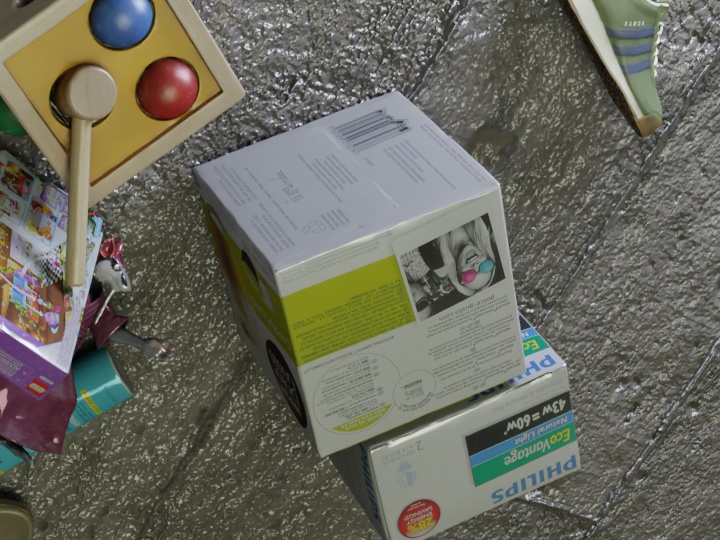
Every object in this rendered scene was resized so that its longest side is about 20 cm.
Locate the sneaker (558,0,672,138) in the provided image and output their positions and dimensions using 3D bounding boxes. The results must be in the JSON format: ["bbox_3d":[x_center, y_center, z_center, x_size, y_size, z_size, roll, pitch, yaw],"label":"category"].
[{"bbox_3d":[0.246,-0.214,1.533,0.090,0.067,0.201,-34,124,2],"label":"sneaker"}]

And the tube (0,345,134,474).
[{"bbox_3d":[-0.294,0.135,1.493,0.199,0.050,0.078,-30,125,1],"label":"tube"}]

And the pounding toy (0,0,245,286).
[{"bbox_3d":[-0.205,-0.134,1.309,0.200,0.142,0.185,-36,127,-6],"label":"pounding toy"}]

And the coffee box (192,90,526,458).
[{"bbox_3d":[0.000,0.000,1.456,0.199,0.200,0.199,-22,125,-14],"label":"coffee box"}]

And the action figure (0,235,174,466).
[{"bbox_3d":[-0.259,0.055,1.443,0.201,0.148,0.134,-59,139,-9],"label":"action figure"}]

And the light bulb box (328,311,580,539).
[{"bbox_3d":[0.065,0.117,1.557,0.197,0.200,0.125,-22,126,-13],"label":"light bulb box"}]

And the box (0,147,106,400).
[{"bbox_3d":[-0.271,-0.010,1.303,0.137,0.201,0.039,37,119,-22],"label":"box"}]

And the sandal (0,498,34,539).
[{"bbox_3d":[-0.381,0.262,1.509,0.199,0.054,0.081,-16,133,-17],"label":"sandal"}]
